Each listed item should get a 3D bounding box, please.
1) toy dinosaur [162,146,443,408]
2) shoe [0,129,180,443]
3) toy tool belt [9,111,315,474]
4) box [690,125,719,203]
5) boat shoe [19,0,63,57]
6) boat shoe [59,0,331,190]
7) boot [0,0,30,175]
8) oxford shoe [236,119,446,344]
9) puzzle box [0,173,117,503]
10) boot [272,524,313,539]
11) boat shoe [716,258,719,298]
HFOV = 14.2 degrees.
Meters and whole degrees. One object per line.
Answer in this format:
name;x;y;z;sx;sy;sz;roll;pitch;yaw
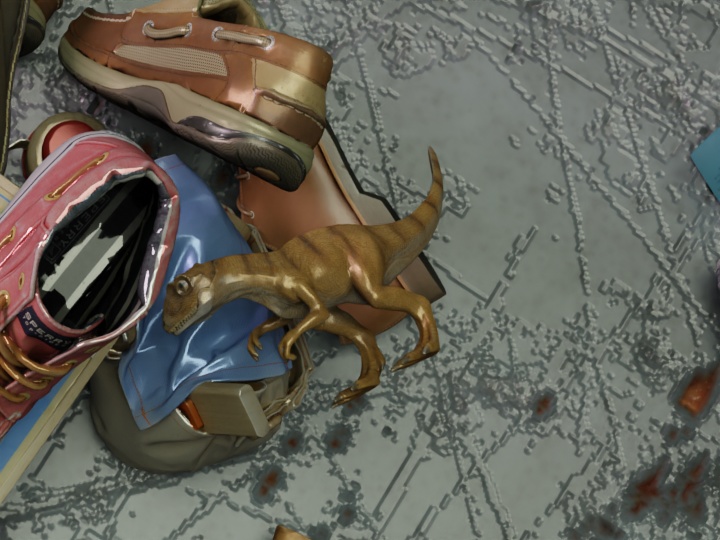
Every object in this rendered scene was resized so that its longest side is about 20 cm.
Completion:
toy dinosaur;0.000;0.000;1.374;0.200;0.060;0.106;-20;79;-39
shoe;-0.154;0.026;1.270;0.071;0.091;0.200;38;87;-18
toy tool belt;-0.101;0.000;1.413;0.125;0.123;0.200;-27;84;-16
box;0.277;-0.099;1.533;0.200;0.082;0.049;-30;84;-16
boat shoe;-0.231;-0.190;1.459;0.200;0.076;0.074;37;68;-10
boat shoe;-0.073;-0.099;1.401;0.076;0.200;0.074;27;91;-39
boot;-0.195;-0.121;1.375;0.074;0.097;0.201;-3;98;-4
oxford shoe;-0.040;-0.052;1.469;0.071;0.071;0.200;-34;82;6
puzzle box;-0.204;0.048;1.321;0.133;0.025;0.200;35;88;-17
boot;-0.062;0.219;1.404;0.188;0.068;0.200;21;74;-6
boat shoe;0.288;0.014;1.516;0.199;0.072;0.068;-7;78;-10
